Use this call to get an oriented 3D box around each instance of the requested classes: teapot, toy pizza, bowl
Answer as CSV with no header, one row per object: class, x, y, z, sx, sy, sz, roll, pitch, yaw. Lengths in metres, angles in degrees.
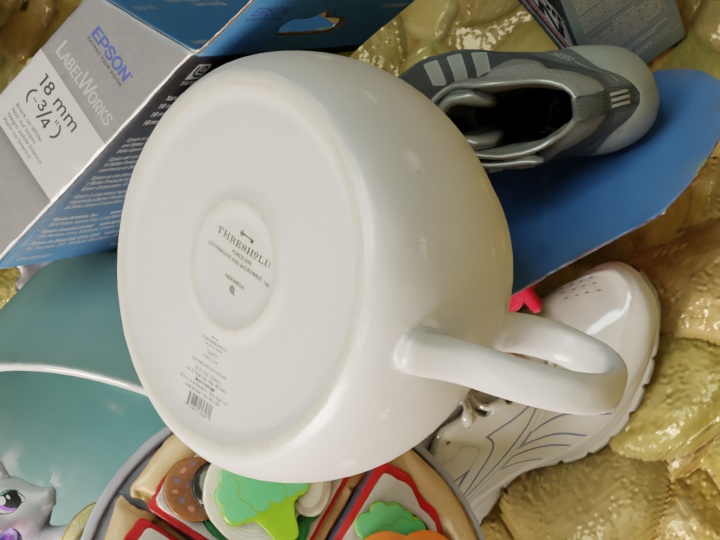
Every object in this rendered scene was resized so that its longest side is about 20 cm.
teapot,0.000,0.000,0.917,0.197,0.145,0.202,-32,66,41
toy pizza,-0.031,0.151,0.939,0.198,0.032,0.202,3,73,-11
bowl,-0.116,0.062,1.075,0.199,0.201,0.106,-4,53,28

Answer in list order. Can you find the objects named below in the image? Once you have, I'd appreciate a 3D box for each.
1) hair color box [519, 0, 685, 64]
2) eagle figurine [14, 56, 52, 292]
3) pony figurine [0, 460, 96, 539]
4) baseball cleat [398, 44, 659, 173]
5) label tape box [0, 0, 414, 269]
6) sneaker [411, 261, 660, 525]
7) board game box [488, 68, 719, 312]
hair color box,0.093,-0.180,1.012,0.060,0.200,0.099,-35,59,-1
eagle figurine,-0.129,-0.087,1.173,0.200,0.150,0.152,-51,7,40
pony figurine,-0.121,0.178,1.022,0.198,0.166,0.195,7,104,16
baseball cleat,0.050,-0.079,1.033,0.199,0.106,0.070,-11,90,48
label tape box,-0.087,-0.090,0.986,0.200,0.144,0.064,-42,75,29
sneaker,0.064,0.069,1.016,0.200,0.087,0.075,-44,58,9
board game box,0.101,-0.021,1.023,0.199,0.039,0.158,-30,22,19
